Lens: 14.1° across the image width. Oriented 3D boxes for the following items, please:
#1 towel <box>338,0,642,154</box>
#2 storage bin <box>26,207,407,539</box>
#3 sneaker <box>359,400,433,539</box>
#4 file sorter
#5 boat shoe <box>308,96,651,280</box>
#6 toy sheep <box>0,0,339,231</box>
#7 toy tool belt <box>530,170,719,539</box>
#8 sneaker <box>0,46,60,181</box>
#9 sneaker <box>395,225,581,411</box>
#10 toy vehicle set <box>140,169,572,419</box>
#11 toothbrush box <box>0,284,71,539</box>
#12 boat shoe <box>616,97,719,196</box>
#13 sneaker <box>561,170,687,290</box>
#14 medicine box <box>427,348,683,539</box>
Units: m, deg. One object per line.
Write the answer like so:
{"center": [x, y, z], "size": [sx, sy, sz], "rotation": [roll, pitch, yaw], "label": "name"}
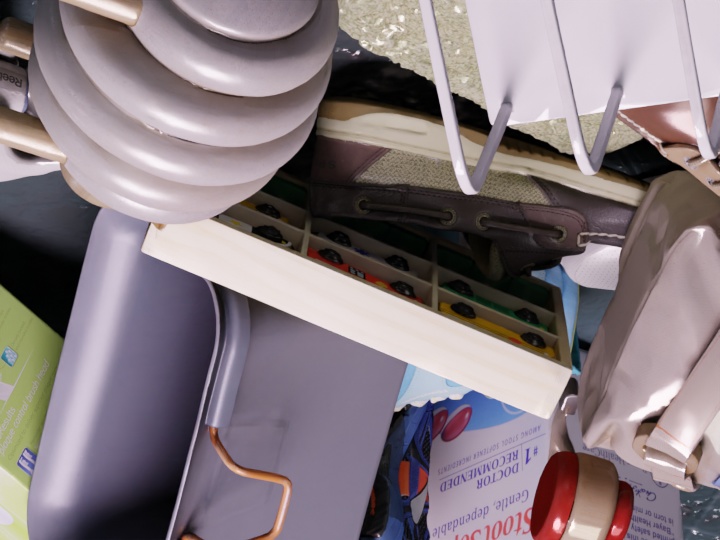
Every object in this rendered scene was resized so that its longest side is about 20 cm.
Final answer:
{"center": [0.086, -0.110, 1.256], "size": [0.199, 0.037, 0.148], "rotation": [25, 145, -38], "label": "towel"}
{"center": [-0.056, 0.075, 1.388], "size": [0.134, 0.145, 0.201], "rotation": [-2, 117, -35], "label": "storage bin"}
{"center": [0.005, 0.125, 1.550], "size": [0.075, 0.200, 0.079], "rotation": [-12, 120, 19], "label": "sneaker"}
{"center": [0.124, -0.115, 1.087], "size": [0.199, 0.125, 0.140], "rotation": [-7, 111, 15], "label": "file sorter"}
{"center": [0.068, -0.028, 1.358], "size": [0.200, 0.066, 0.072], "rotation": [16, -177, -17], "label": "boat shoe"}
{"center": [-0.075, -0.092, 1.200], "size": [0.137, 0.139, 0.200], "rotation": [12, 144, -21], "label": "toy sheep"}
{"center": [0.166, 0.058, 1.323], "size": [0.122, 0.125, 0.201], "rotation": [16, 118, -8], "label": "toy tool belt"}
{"center": [-0.193, -0.091, 1.251], "size": [0.087, 0.075, 0.200], "rotation": [0, 164, 30], "label": "sneaker"}
{"center": [0.038, 0.051, 1.501], "size": [0.130, 0.080, 0.200], "rotation": [17, 141, -28], "label": "sneaker"}
{"center": [0.000, 0.000, 1.337], "size": [0.199, 0.124, 0.027], "rotation": [22, 106, -6], "label": "toy vehicle set"}
{"center": [-0.210, 0.079, 1.494], "size": [0.145, 0.086, 0.200], "rotation": [-16, 129, 45], "label": "toothbrush box"}
{"center": [0.168, -0.062, 1.224], "size": [0.199, 0.072, 0.076], "rotation": [18, 137, -29], "label": "boat shoe"}
{"center": [0.191, 0.015, 1.407], "size": [0.199, 0.116, 0.074], "rotation": [-6, 154, 15], "label": "sneaker"}
{"center": [0.081, 0.167, 1.606], "size": [0.103, 0.201, 0.182], "rotation": [20, 147, -35], "label": "medicine box"}
